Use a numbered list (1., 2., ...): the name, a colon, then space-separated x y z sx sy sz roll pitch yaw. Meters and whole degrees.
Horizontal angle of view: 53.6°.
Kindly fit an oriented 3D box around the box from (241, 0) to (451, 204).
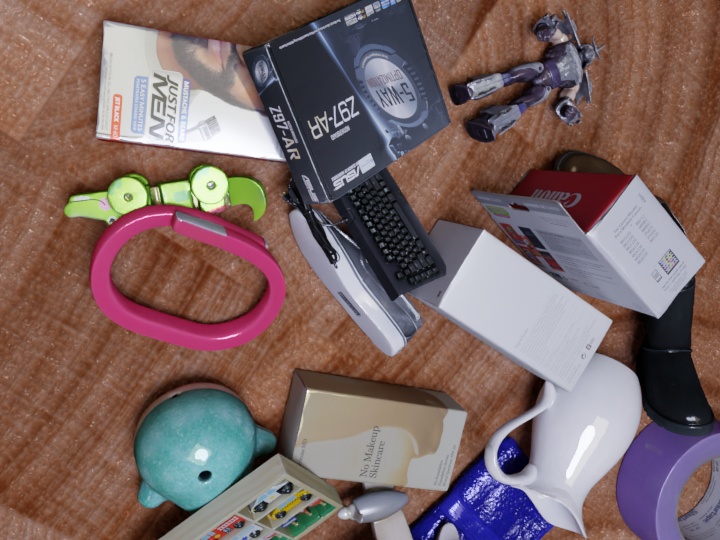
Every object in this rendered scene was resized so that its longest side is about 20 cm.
1. box: -0.006 -0.183 0.730 0.200 0.043 0.161 -36 115 -33

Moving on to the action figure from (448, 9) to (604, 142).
1. action figure: 0.206 -0.219 0.824 0.199 0.069 0.131 -29 101 -14

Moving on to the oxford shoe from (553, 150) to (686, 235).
1. oxford shoe: 0.325 -0.086 0.874 0.199 0.084 0.073 27 92 -18

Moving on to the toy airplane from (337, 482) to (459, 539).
1. toy airplane: 0.040 0.351 0.805 0.199 0.141 0.200 26 70 21

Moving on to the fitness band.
1. fitness band: -0.173 0.011 0.728 0.199 0.037 0.144 23 114 -33

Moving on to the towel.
1. towel: 0.164 0.327 0.911 0.200 0.050 0.148 -44 109 -6

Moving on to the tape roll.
1. tape roll: 0.461 0.302 0.981 0.199 0.085 0.201 -3 99 -16

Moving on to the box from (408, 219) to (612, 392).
1. box: 0.164 0.038 0.823 0.199 0.124 0.098 32 89 -20

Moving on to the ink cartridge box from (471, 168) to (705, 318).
1. ink cartridge box: 0.241 -0.052 0.790 0.176 0.200 0.084 44 85 -20

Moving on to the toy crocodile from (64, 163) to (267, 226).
1. toy crocodile: -0.194 -0.071 0.723 0.199 0.067 0.062 -10 103 -16

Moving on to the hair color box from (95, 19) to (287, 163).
1. hair color box: -0.158 -0.174 0.720 0.199 0.064 0.112 4 97 -19

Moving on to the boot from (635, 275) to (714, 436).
1. boot: 0.380 0.082 0.866 0.073 0.198 0.164 0 111 8

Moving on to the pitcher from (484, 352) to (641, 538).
1. pitcher: 0.244 0.190 0.861 0.171 0.121 0.201 37 72 -23

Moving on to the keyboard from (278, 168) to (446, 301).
1. keyboard: -0.004 -0.059 0.750 0.127 0.021 0.201 -24 74 -24

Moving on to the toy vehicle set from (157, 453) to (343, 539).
1. toy vehicle set: -0.129 0.282 0.764 0.200 0.027 0.124 -37 138 6

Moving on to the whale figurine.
1. whale figurine: -0.160 0.221 0.763 0.158 0.104 0.201 -21 112 -14

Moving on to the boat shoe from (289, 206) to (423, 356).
1. boat shoe: 0.000 0.000 0.795 0.068 0.072 0.200 -42 102 -20

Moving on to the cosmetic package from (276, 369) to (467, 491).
1. cosmetic package: 0.013 0.186 0.828 0.199 0.071 0.106 10 97 -19
